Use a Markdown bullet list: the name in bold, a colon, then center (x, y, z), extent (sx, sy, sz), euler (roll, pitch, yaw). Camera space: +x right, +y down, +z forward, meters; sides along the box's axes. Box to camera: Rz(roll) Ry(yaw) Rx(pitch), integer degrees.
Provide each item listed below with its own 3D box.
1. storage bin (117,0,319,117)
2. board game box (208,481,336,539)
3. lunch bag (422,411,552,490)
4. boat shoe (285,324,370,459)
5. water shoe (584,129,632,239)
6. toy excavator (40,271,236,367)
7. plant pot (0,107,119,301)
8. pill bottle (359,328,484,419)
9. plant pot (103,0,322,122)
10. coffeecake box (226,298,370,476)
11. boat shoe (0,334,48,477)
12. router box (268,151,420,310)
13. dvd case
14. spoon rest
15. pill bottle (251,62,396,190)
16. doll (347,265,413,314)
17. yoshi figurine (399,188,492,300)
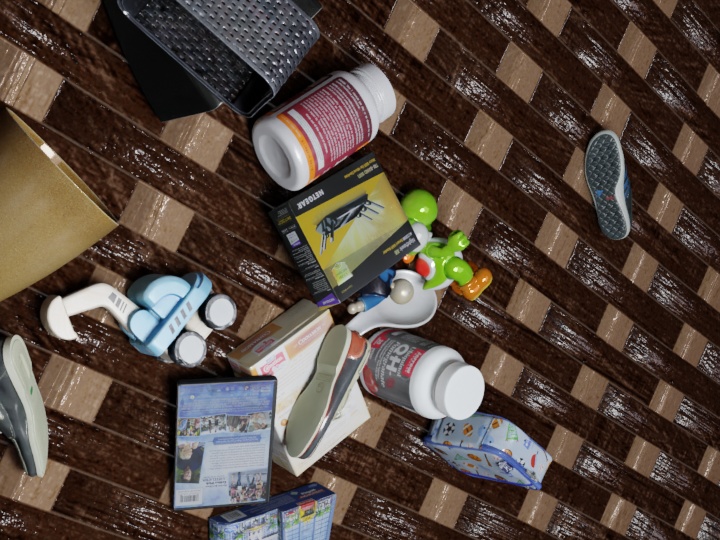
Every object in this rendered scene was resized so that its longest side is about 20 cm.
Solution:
- **storage bin**: center (-0.158, -0.281, 1.316), extent (0.199, 0.135, 0.094), euler (41, 71, -12)
- **board game box**: center (-0.128, 0.449, 1.795), extent (0.198, 0.061, 0.204), euler (-12, 107, -37)
- **lunch bag**: center (0.212, 0.298, 1.946), extent (0.160, 0.198, 0.076), euler (44, 65, -36)
- **boat shoe**: center (-0.044, 0.180, 1.701), extent (0.062, 0.071, 0.203), euler (32, 76, -41)
- **water shoe**: center (0.448, -0.159, 2.127), extent (0.079, 0.070, 0.203), euler (-42, 127, -57)
- **toy excavator**: center (-0.294, 0.053, 1.556), extent (0.200, 0.099, 0.195), euler (47, 69, -23)
- **plant pot**: center (-0.416, -0.052, 1.379), extent (0.200, 0.186, 0.187), euler (-44, 126, -5)
- **pill bottle**: center (0.095, 0.162, 1.817), extent (0.109, 0.199, 0.113), euler (-9, 106, -36)
- **plant pot**: center (-0.203, -0.323, 1.471), extent (0.200, 0.199, 0.178), euler (-47, 113, -20)
- **coffeecake box**: center (-0.089, 0.172, 1.751), extent (0.153, 0.073, 0.202), euler (-35, 121, -26)
- **boat shoe**: center (-0.437, 0.173, 1.487), extent (0.066, 0.072, 0.203), euler (-9, 118, 1)
- **router box**: center (-0.019, -0.059, 1.706), extent (0.199, 0.052, 0.159), euler (-35, 100, -42)
- **dvd case**: center (-0.191, 0.244, 1.670), extent (0.140, 0.018, 0.204), euler (-2, 112, -18)
- **spoon rest**: center (0.035, 0.069, 1.825), extent (0.199, 0.100, 0.061), euler (-35, 164, -24)
- **pill bottle**: center (-0.047, -0.208, 1.667), extent (0.199, 0.112, 0.114), euler (-36, 121, -26)
- **doll**: center (0.000, 0.000, 1.772), extent (0.198, 0.048, 0.139), euler (29, 59, -31)
- **yoshi figurine**: center (0.120, -0.051, 1.840), extent (0.199, 0.112, 0.113), euler (39, 37, -20)
